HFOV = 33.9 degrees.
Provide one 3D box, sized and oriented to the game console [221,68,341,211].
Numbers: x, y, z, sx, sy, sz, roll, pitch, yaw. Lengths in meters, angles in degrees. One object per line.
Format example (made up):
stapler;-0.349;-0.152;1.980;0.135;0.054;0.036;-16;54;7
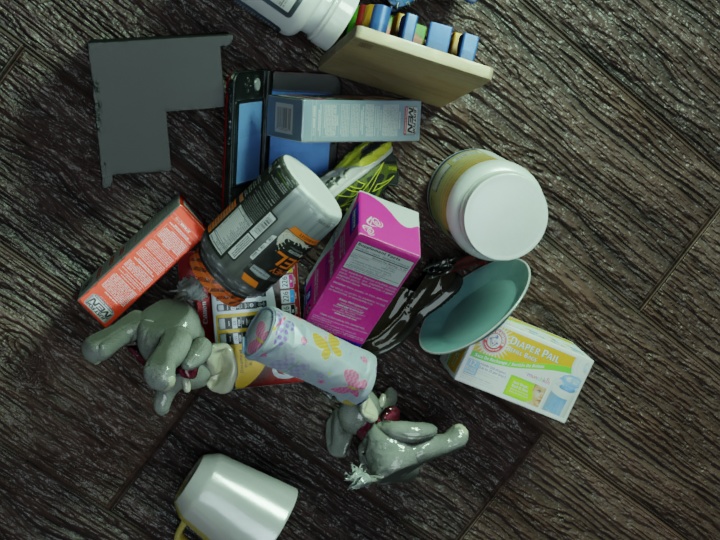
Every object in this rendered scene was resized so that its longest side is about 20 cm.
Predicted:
game console;-0.112;-0.182;1.692;0.118;0.172;0.202;7;103;16

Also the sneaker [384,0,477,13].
sneaker;0.073;-0.410;1.696;0.198;0.079;0.090;13;108;-4

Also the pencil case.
pencil case;-0.072;0.124;1.700;0.199;0.084;0.091;28;137;-27

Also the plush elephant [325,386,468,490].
plush elephant;0.030;0.241;1.804;0.199;0.165;0.156;-8;65;-40

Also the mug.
mug;-0.207;0.371;1.790;0.153;0.149;0.187;34;89;-7

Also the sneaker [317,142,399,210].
sneaker;-0.015;-0.112;1.722;0.200;0.074;0.085;-39;117;-19

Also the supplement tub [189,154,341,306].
supplement tub;-0.133;-0.050;1.618;0.200;0.123;0.122;-43;106;14

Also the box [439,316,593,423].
box;0.239;0.139;1.829;0.199;0.101;0.113;22;99;-14

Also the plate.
plate;0.173;0.058;1.749;0.200;0.200;0.026;-40;110;1

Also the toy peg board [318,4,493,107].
toy peg board;0.067;-0.319;1.654;0.198;0.199;0.099;14;83;-15

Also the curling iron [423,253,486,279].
curling iron;0.181;-0.020;1.789;0.199;0.049;0.026;-15;87;-30

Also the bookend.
bookend;-0.274;-0.229;1.663;0.198;0.092;0.200;-6;104;-9

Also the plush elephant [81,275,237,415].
plush elephant;-0.265;0.124;1.659;0.164;0.200;0.156;11;132;28

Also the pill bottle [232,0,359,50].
pill bottle;-0.107;-0.398;1.639;0.199;0.120;0.120;32;96;-15

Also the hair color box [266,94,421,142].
hair color box;-0.022;-0.215;1.668;0.199;0.099;0.061;-4;104;-34

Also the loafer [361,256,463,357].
loafer;0.063;0.054;1.801;0.200;0.073;0.071;-41;102;-9

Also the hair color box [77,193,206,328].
hair color box;-0.312;-0.016;1.701;0.200;0.102;0.061;-42;106;3

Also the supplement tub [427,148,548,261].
supplement tub;0.184;-0.095;1.715;0.143;0.200;0.146;-2;103;-9

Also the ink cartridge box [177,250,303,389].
ink cartridge box;-0.177;0.068;1.752;0.174;0.084;0.202;-6;104;-8

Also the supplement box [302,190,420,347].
supplement box;0.000;0.000;1.712;0.103;0.102;0.200;21;127;-17
